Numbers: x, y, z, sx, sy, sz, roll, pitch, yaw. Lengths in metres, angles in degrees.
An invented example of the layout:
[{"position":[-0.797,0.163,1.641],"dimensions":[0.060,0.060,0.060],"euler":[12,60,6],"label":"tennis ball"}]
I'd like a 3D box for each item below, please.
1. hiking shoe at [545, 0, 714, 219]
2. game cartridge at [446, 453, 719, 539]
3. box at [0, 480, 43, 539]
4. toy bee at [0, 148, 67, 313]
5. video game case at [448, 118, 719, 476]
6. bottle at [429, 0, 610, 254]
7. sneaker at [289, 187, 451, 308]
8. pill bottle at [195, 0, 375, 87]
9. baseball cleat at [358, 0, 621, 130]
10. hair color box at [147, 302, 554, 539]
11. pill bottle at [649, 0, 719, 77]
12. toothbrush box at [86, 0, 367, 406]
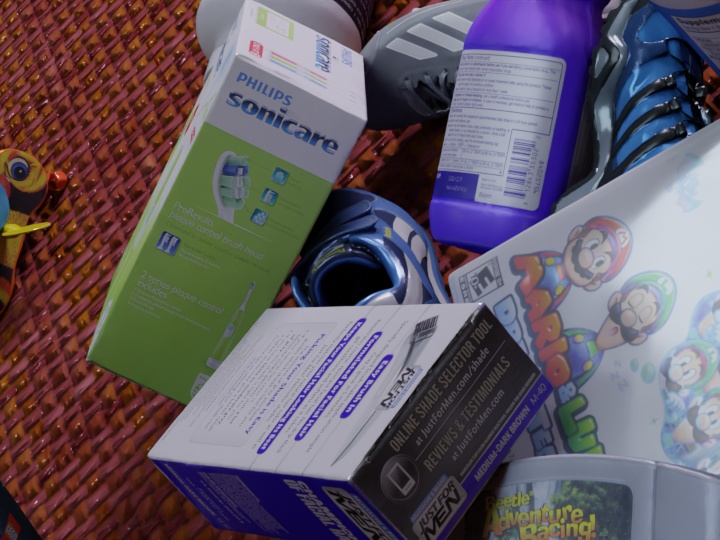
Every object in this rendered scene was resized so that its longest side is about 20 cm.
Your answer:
[{"position":[0.160,-0.065,1.028],"dimensions":[0.086,0.074,0.201],"euler":[4,70,42],"label":"hiking shoe"},{"position":[0.090,0.150,0.891],"dimensions":[0.199,0.041,0.134],"euler":[-11,64,41],"label":"game cartridge"},{"position":[-0.225,0.189,1.110],"dimensions":[0.037,0.200,0.137],"euler":[0,54,16],"label":"box"},{"position":[-0.267,-0.048,1.486],"dimensions":[0.131,0.108,0.201],"euler":[29,106,48],"label":"toy bee"},{"position":[0.136,0.048,0.931],"dimensions":[0.182,0.024,0.201],"euler":[-30,56,28],"label":"video game case"},{"position":[0.094,-0.106,1.079],"dimensions":[0.083,0.065,0.201],"euler":[10,87,38],"label":"bottle"},{"position":[0.000,0.000,1.130],"dimensions":[0.074,0.082,0.200],"euler":[-47,33,9],"label":"sneaker"},{"position":[-0.044,-0.194,1.335],"dimensions":[0.112,0.112,0.201],"euler":[-17,46,39],"label":"pill bottle"},{"position":[0.068,-0.119,1.175],"dimensions":[0.199,0.070,0.107],"euler":[-29,39,29],"label":"baseball cleat"},{"position":[-0.010,0.075,0.976],"dimensions":[0.109,0.065,0.200],"euler":[-51,22,-23],"label":"hair color box"},{"position":[0.191,-0.152,0.948],"dimensions":[0.112,0.200,0.113],"euler":[-30,39,27],"label":"pill bottle"},{"position":[-0.075,-0.039,1.163],"dimensions":[0.201,0.086,0.146],"euler":[-61,10,18],"label":"toothbrush box"}]
